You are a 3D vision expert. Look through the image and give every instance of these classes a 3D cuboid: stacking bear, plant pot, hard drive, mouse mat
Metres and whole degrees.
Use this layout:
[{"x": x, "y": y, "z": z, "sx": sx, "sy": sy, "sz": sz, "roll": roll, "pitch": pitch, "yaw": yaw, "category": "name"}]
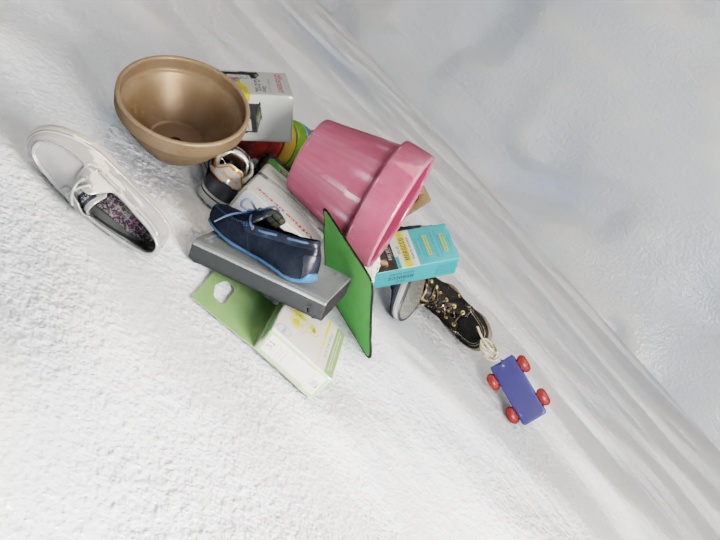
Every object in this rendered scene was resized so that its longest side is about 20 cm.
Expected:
[{"x": -0.161, "y": -0.239, "z": 1.507, "sx": 0.199, "sy": 0.114, "sz": 0.122, "roll": 11, "pitch": 37, "yaw": -51, "category": "stacking bear"}, {"x": -0.009, "y": -0.135, "z": 1.237, "sx": 0.178, "sy": 0.201, "sz": 0.200, "roll": 31, "pitch": 18, "yaw": 6, "category": "plant pot"}, {"x": -0.121, "y": -0.002, "z": 1.093, "sx": 0.198, "sy": 0.033, "sz": 0.140, "roll": 24, "pitch": 18, "yaw": 7, "category": "hard drive"}, {"x": -0.275, "y": -0.227, "z": 1.201, "sx": 0.198, "sy": 0.093, "sz": 0.203, "roll": 13, "pitch": 48, "yaw": -15, "category": "plant pot"}, {"x": -0.019, "y": 0.022, "z": 1.186, "sx": 0.162, "sy": 0.007, "sz": 0.201, "roll": 57, "pitch": -22, "yaw": 34, "category": "mouse mat"}]

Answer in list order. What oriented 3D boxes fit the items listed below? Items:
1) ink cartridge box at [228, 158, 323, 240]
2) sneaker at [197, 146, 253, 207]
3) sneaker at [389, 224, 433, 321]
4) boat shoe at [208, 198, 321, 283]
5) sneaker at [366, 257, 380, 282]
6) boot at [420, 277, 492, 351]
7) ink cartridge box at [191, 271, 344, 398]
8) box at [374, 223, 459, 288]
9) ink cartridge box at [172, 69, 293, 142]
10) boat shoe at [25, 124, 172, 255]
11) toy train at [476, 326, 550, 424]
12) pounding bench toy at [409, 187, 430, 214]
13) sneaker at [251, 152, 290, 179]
[{"x": -0.131, "y": -0.083, "z": 1.263, "sx": 0.146, "sy": 0.083, "sz": 0.200, "roll": 42, "pitch": 18, "yaw": -8, "category": "ink cartridge box"}, {"x": -0.215, "y": -0.171, "z": 1.288, "sx": 0.078, "sy": 0.080, "sz": 0.201, "roll": 33, "pitch": 20, "yaw": -26, "category": "sneaker"}, {"x": 0.049, "y": -0.001, "z": 1.488, "sx": 0.077, "sy": 0.144, "sz": 0.204, "roll": 65, "pitch": 38, "yaw": -51, "category": "sneaker"}, {"x": -0.121, "y": -0.053, "z": 1.067, "sx": 0.199, "sy": 0.069, "sz": 0.084, "roll": 29, "pitch": 19, "yaw": 26, "category": "boat shoe"}, {"x": 0.000, "y": 0.000, "z": 1.306, "sx": 0.080, "sy": 0.075, "sz": 0.202, "roll": -1, "pitch": 57, "yaw": -20, "category": "sneaker"}, {"x": 0.165, "y": 0.070, "z": 1.571, "sx": 0.150, "sy": 0.073, "sz": 0.201, "roll": 29, "pitch": 20, "yaw": -40, "category": "boot"}, {"x": -0.114, "y": 0.062, "z": 1.050, "sx": 0.200, "sy": 0.048, "sz": 0.146, "roll": 43, "pitch": 18, "yaw": -9, "category": "ink cartridge box"}, {"x": 0.068, "y": -0.024, "z": 1.402, "sx": 0.197, "sy": 0.049, "sz": 0.083, "roll": -10, "pitch": 57, "yaw": -15, "category": "box"}, {"x": -0.218, "y": -0.285, "z": 1.352, "sx": 0.197, "sy": 0.084, "sz": 0.146, "roll": 0, "pitch": 29, "yaw": -12, "category": "ink cartridge box"}, {"x": -0.314, "y": -0.090, "z": 0.939, "sx": 0.200, "sy": 0.072, "sz": 0.069, "roll": 47, "pitch": 17, "yaw": -21, "category": "boat shoe"}, {"x": 0.289, "y": 0.196, "z": 1.525, "sx": 0.201, "sy": 0.084, "sz": 0.116, "roll": 61, "pitch": 12, "yaw": 17, "category": "toy train"}, {"x": 0.046, "y": -0.215, "z": 1.776, "sx": 0.202, "sy": 0.123, "sz": 0.156, "roll": 63, "pitch": 22, "yaw": 8, "category": "pounding bench toy"}, {"x": -0.134, "y": -0.173, "z": 1.464, "sx": 0.112, "sy": 0.073, "sz": 0.200, "roll": 47, "pitch": 20, "yaw": 5, "category": "sneaker"}]
